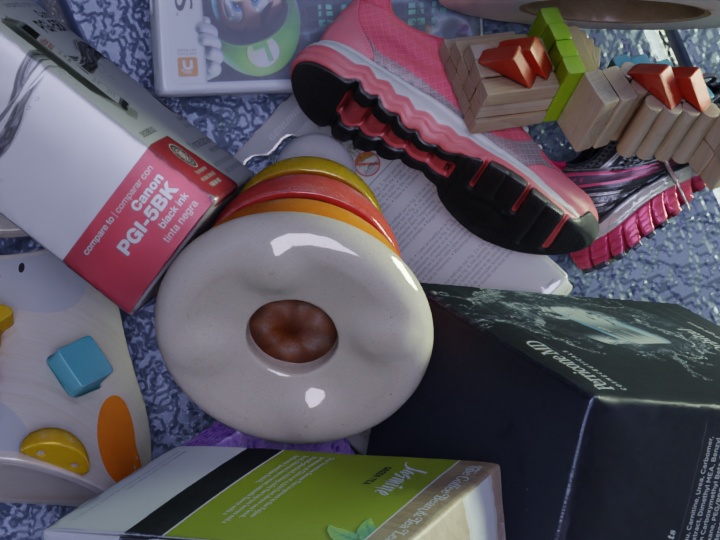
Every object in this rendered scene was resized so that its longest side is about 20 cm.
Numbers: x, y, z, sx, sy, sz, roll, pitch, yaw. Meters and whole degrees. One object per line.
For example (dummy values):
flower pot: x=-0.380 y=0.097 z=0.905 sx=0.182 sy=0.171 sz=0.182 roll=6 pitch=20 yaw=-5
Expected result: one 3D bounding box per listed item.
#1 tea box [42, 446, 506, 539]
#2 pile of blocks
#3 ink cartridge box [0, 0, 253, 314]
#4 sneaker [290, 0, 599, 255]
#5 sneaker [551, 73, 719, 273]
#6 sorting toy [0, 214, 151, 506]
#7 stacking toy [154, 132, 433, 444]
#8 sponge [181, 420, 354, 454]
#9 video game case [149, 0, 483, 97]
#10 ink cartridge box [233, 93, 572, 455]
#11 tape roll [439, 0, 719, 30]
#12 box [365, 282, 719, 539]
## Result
tea box: x=-0.033 y=0.205 z=1.098 sx=0.196 sy=0.134 sz=0.201 roll=2 pitch=105 yaw=27
pile of blocks: x=0.147 y=-0.107 z=1.224 sx=0.199 sy=0.062 sz=0.082 roll=13 pitch=55 yaw=-10
ink cartridge box: x=-0.168 y=-0.077 z=1.209 sx=0.200 sy=0.147 sz=0.083 roll=38 pitch=99 yaw=-1
sneaker: x=0.062 y=-0.088 z=1.255 sx=0.200 sy=0.074 sz=0.087 roll=34 pitch=62 yaw=-5
sneaker: x=0.191 y=-0.085 z=1.304 sx=0.200 sy=0.081 sz=0.075 roll=-38 pitch=93 yaw=-6
sorting toy: x=-0.214 y=0.043 z=1.237 sx=0.199 sy=0.107 sz=0.180 roll=3 pitch=59 yaw=-3
stacking toy: x=-0.028 y=-0.016 z=1.207 sx=0.146 sy=0.200 sz=0.146 roll=3 pitch=126 yaw=4
sponge: x=-0.083 y=0.153 z=1.211 sx=0.200 sy=0.030 sz=0.112 roll=-35 pitch=115 yaw=-19
video game case: x=-0.027 y=-0.195 z=1.287 sx=0.199 sy=0.023 sz=0.182 roll=-3 pitch=90 yaw=-17
ink cartridge box: x=0.000 y=0.000 z=1.306 sx=0.200 sy=0.050 sz=0.161 roll=42 pitch=85 yaw=13
tape roll: x=0.145 y=-0.214 z=1.237 sx=0.202 sy=0.203 sz=0.140 roll=3 pitch=90 yaw=-7
box: x=0.140 y=0.093 z=1.199 sx=0.200 sy=0.197 sz=0.118 roll=4 pitch=105 yaw=-30
